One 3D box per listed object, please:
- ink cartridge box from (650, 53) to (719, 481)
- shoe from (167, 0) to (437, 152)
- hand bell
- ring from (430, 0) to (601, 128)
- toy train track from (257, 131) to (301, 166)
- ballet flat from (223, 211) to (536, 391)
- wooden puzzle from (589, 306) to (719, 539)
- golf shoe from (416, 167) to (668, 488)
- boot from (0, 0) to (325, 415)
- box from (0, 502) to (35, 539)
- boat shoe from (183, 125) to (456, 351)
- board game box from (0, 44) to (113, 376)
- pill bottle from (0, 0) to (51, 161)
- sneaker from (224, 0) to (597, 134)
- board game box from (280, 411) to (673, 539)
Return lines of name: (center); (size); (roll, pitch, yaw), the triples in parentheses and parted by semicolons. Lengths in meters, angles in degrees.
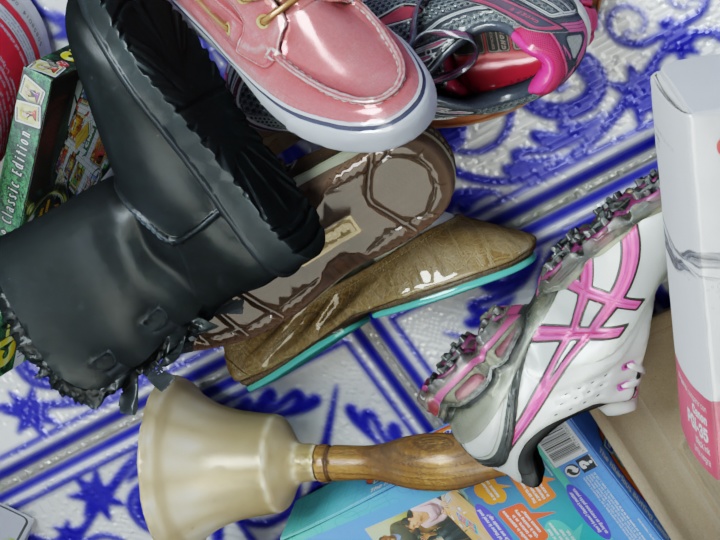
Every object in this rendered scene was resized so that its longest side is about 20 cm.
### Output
ink cartridge box: (0.231, -0.009, 1.515); (0.146, 0.083, 0.201); (-9, 110, -4)
shoe: (-0.045, -0.138, 1.475); (0.200, 0.071, 0.091); (40, 162, 36)
hand bell: (-0.014, 0.107, 1.665); (0.199, 0.104, 0.104); (-3, 119, 21)
ring: (0.029, -0.166, 1.552); (0.200, 0.019, 0.201); (6, 121, 10)
toy train track: (-0.110, -0.040, 1.609); (0.200, 0.033, 0.115); (-34, 128, -7)
ballet flat: (0.000, 0.000, 1.640); (0.200, 0.068, 0.073); (-25, 91, 30)
wooden puzzle: (0.243, 0.078, 1.631); (0.200, 0.037, 0.185); (-27, 109, 20)
golf shoe: (0.126, 0.027, 1.593); (0.092, 0.073, 0.200); (44, 108, -3)
boot: (-0.129, -0.038, 1.524); (0.162, 0.073, 0.199); (-33, 97, 27)
box: (-0.267, 0.241, 1.812); (0.060, 0.117, 0.200); (23, 122, 0)
boat shoe: (-0.038, -0.019, 1.592); (0.202, 0.075, 0.075); (-22, 108, 13)
board game box: (-0.163, -0.039, 1.627); (0.023, 0.105, 0.201); (29, 124, 18)
pill bottle: (-0.242, -0.077, 1.567); (0.112, 0.200, 0.113); (6, 121, 10)
sneaker: (0.019, -0.110, 1.532); (0.199, 0.075, 0.081); (-13, 116, 21)
board game box: (0.078, 0.159, 1.715); (0.200, 0.045, 0.152); (-28, 110, 26)
